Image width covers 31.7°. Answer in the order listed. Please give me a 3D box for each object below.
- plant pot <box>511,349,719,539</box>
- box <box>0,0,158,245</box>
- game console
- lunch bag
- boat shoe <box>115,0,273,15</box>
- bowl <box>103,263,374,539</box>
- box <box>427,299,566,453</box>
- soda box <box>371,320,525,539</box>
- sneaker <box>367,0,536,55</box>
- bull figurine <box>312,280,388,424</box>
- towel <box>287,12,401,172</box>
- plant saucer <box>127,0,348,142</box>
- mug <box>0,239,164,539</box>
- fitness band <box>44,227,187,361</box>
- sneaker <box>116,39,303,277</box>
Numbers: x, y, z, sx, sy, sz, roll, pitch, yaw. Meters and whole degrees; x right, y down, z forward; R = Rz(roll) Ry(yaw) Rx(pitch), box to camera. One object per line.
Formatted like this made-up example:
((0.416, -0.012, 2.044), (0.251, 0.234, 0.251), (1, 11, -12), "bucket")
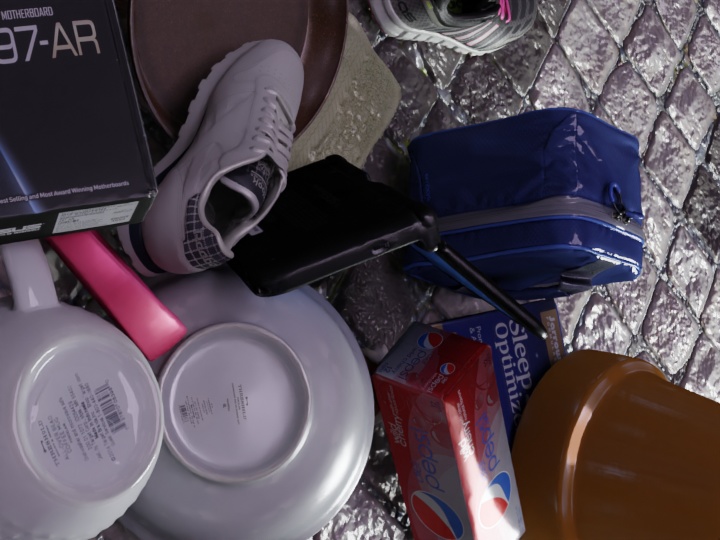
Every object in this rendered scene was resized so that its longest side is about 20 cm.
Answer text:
((0.255, 0.178, 1.065), (0.199, 0.182, 0.203), (-6, 99, -44), "plant pot")
((-0.214, -0.090, 0.624), (0.198, 0.044, 0.162), (-9, 77, -23), "box")
((0.000, 0.000, 0.854), (0.174, 0.200, 0.118), (-22, 110, -13), "game console")
((0.137, -0.041, 1.020), (0.135, 0.199, 0.134), (14, 74, -46), "lunch bag")
((-0.132, -0.215, 0.895), (0.199, 0.068, 0.076), (4, 77, -48), "boat shoe")
((-0.082, 0.085, 0.798), (0.198, 0.090, 0.204), (2, 80, -10), "bowl")
((0.130, 0.093, 1.101), (0.199, 0.032, 0.123), (-10, 87, -45), "box")
((0.069, 0.140, 0.953), (0.063, 0.070, 0.202), (-44, 134, -33), "soda box")
((0.101, -0.236, 1.106), (0.199, 0.087, 0.075), (-5, 84, -44), "sneaker")
((-0.038, 0.088, 0.921), (0.200, 0.065, 0.122), (-42, 106, -43), "bull figurine")
((-0.044, -0.127, 0.981), (0.148, 0.036, 0.201), (47, 53, -25), "towel")
((-0.086, -0.174, 0.871), (0.199, 0.032, 0.203), (-20, 117, -45), "plant saucer")
((-0.198, 0.062, 0.697), (0.147, 0.174, 0.203), (-10, 88, -44), "mug")
((-0.170, -0.030, 0.741), (0.037, 0.200, 0.144), (-39, 146, -10), "fitness band")
((-0.074, -0.075, 0.817), (0.077, 0.080, 0.201), (52, 49, -35), "sneaker")
